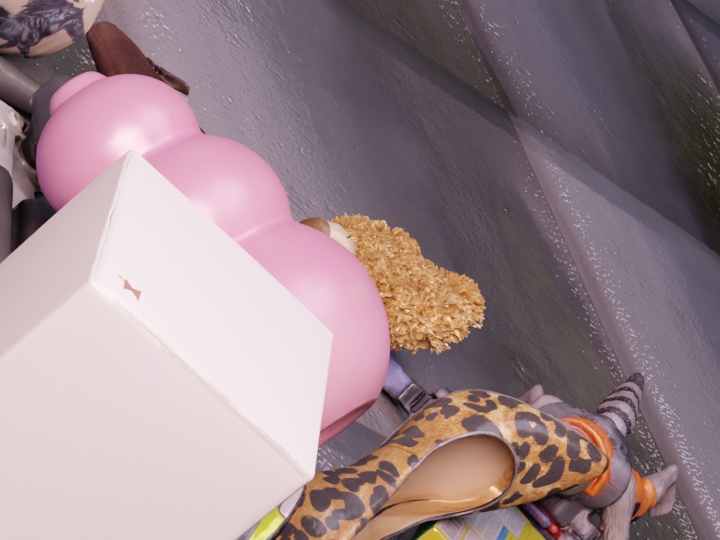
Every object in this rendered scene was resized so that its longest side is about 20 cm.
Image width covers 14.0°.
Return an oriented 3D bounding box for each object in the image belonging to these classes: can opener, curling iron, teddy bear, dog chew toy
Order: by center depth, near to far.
[{"bbox_3d":[-0.076,-0.004,1.335,0.200,0.125,0.125,54,21,7],"label":"dog chew toy"},{"bbox_3d":[-0.157,-0.035,1.385,0.053,0.067,0.200,42,19,-25],"label":"can opener"},{"bbox_3d":[-0.207,-0.113,1.516,0.050,0.026,0.200,40,8,39],"label":"curling iron"},{"bbox_3d":[0.000,0.000,1.670,0.200,0.067,0.145,12,30,-48],"label":"teddy bear"}]

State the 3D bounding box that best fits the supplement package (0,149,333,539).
[{"bbox_3d":[-0.123,0.073,1.133,0.117,0.200,0.117,44,22,-16],"label":"supplement package"}]

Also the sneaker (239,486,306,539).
[{"bbox_3d":[-0.078,0.085,1.414,0.081,0.074,0.200,26,25,-19],"label":"sneaker"}]

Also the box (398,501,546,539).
[{"bbox_3d":[0.102,0.205,1.589,0.200,0.048,0.117,47,20,-2],"label":"box"}]

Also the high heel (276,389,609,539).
[{"bbox_3d":[0.039,0.123,1.478,0.200,0.071,0.143,4,31,-11],"label":"high heel"}]

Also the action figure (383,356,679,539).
[{"bbox_3d":[0.107,0.092,1.702,0.200,0.105,0.193,43,8,6],"label":"action figure"}]

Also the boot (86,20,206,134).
[{"bbox_3d":[-0.115,-0.068,1.533,0.166,0.072,0.200,61,0,31],"label":"boot"}]

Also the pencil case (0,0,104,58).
[{"bbox_3d":[-0.221,-0.179,1.537,0.200,0.078,0.090,28,34,-45],"label":"pencil case"}]
